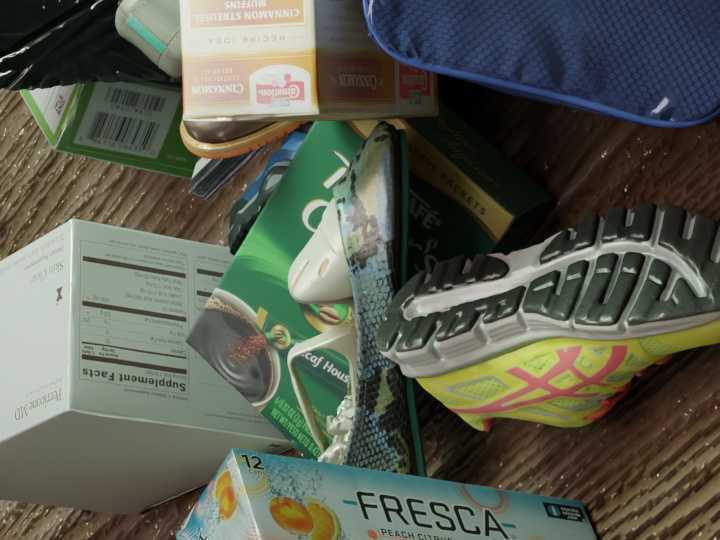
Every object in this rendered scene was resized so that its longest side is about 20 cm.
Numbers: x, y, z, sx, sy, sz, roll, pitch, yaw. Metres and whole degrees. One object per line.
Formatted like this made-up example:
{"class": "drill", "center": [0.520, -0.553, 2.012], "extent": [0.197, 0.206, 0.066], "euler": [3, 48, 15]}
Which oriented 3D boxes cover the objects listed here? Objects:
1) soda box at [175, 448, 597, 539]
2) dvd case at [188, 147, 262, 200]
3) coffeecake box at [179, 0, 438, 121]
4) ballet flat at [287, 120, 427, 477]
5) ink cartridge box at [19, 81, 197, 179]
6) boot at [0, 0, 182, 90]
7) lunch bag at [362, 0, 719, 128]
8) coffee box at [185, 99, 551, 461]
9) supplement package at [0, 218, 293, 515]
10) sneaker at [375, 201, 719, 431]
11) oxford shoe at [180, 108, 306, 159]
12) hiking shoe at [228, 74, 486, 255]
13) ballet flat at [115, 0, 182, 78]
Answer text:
{"class": "soda box", "center": [0.018, 0.138, 1.385], "extent": [0.064, 0.199, 0.069], "euler": [-56, 37, 33]}
{"class": "dvd case", "center": [-0.036, -0.151, 1.669], "extent": [0.149, 0.016, 0.201], "euler": [-39, 30, 49]}
{"class": "coffeecake box", "center": [-0.024, -0.171, 1.417], "extent": [0.073, 0.153, 0.201], "euler": [-1, 92, 22]}
{"class": "ballet flat", "center": [-0.004, 0.026, 1.484], "extent": [0.074, 0.074, 0.201], "euler": [24, 122, 58]}
{"class": "ink cartridge box", "center": [-0.164, -0.137, 1.848], "extent": [0.059, 0.103, 0.200], "euler": [-65, 34, 22]}
{"class": "boot", "center": [-0.169, -0.171, 1.751], "extent": [0.168, 0.199, 0.077], "euler": [-100, 15, -63]}
{"class": "lunch bag", "center": [0.104, -0.142, 1.348], "extent": [0.132, 0.199, 0.136], "euler": [-48, -27, -83]}
{"class": "coffee box", "center": [0.000, 0.000, 1.550], "extent": [0.123, 0.044, 0.200], "euler": [43, 124, 14]}
{"class": "supplement package", "center": [-0.147, 0.061, 1.715], "extent": [0.200, 0.155, 0.111], "euler": [-27, 60, 52]}
{"class": "sneaker", "center": [0.109, 0.030, 1.402], "extent": [0.199, 0.090, 0.078], "euler": [-10, 39, 38]}
{"class": "oxford shoe", "center": [-0.026, -0.142, 1.535], "extent": [0.200, 0.073, 0.071], "euler": [-47, 48, -12]}
{"class": "hiking shoe", "center": [-0.002, -0.076, 1.616], "extent": [0.200, 0.074, 0.087], "euler": [-43, 36, 33]}
{"class": "ballet flat", "center": [-0.077, -0.170, 1.597], "extent": [0.067, 0.064, 0.200], "euler": [-54, 3, 34]}
